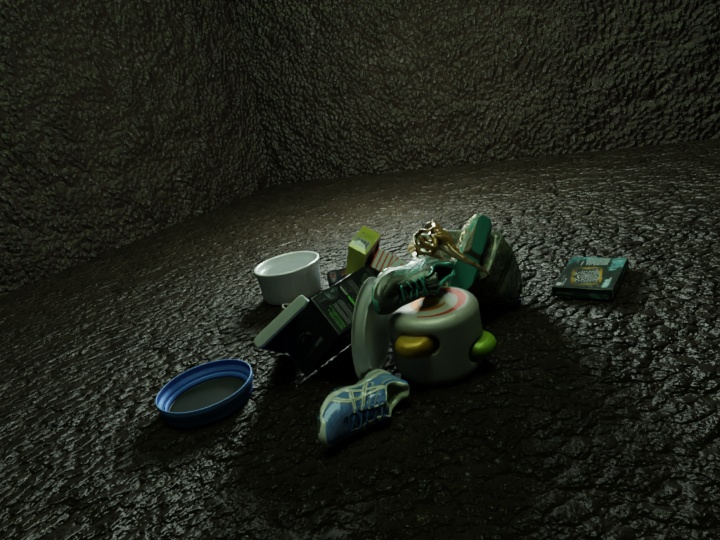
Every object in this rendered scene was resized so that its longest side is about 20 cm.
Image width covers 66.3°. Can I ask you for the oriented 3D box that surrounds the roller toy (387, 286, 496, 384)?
[{"bbox_3d":[0.142,0.115,1.058,0.194,0.144,0.182,-16,18,-12],"label":"roller toy"}]

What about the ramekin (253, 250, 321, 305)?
[{"bbox_3d":[-0.207,0.023,1.615,0.194,0.101,0.201,-11,18,3],"label":"ramekin"}]

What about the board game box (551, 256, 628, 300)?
[{"bbox_3d":[0.540,0.015,1.290,0.132,0.029,0.199,2,22,35],"label":"board game box"}]

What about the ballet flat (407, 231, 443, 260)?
[{"bbox_3d":[0.143,-0.044,1.208,0.067,0.065,0.200,14,13,-14],"label":"ballet flat"}]

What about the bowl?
[{"bbox_3d":[-0.311,0.247,1.114,0.194,0.041,0.201,-11,18,3],"label":"bowl"}]

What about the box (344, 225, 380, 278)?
[{"bbox_3d":[0.000,0.000,1.247,0.049,0.203,0.076,26,53,14],"label":"box"}]

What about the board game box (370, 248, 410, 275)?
[{"bbox_3d":[0.101,0.025,1.248,0.148,0.047,0.200,28,-7,9],"label":"board game box"}]

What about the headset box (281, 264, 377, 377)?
[{"bbox_3d":[-0.053,0.106,1.143,0.198,0.093,0.175,-32,-16,-44],"label":"headset box"}]

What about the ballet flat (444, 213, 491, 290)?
[{"bbox_3d":[0.226,-0.029,1.176,0.203,0.075,0.064,-61,12,-19],"label":"ballet flat"}]

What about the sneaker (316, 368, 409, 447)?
[{"bbox_3d":[0.005,0.225,0.921,0.076,0.078,0.198,0,23,44],"label":"sneaker"}]

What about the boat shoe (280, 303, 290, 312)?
[{"bbox_3d":[-0.113,0.111,1.337,0.194,0.075,0.072,-4,19,21],"label":"boat shoe"}]

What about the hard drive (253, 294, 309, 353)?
[{"bbox_3d":[-0.146,0.119,1.170,0.132,0.025,0.200,-44,-12,-4],"label":"hard drive"}]

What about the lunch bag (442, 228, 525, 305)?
[{"bbox_3d":[0.267,0.006,1.279,0.196,0.167,0.143,3,62,43],"label":"lunch bag"}]

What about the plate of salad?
[{"bbox_3d":[0.014,0.115,1.036,0.047,0.207,0.200,0,21,23],"label":"plate of salad"}]

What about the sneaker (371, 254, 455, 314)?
[{"bbox_3d":[0.102,0.021,1.023,0.198,0.080,0.090,-31,19,-37],"label":"sneaker"}]

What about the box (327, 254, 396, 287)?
[{"bbox_3d":[0.004,0.009,1.534,0.193,0.039,0.137,-13,-9,-5],"label":"box"}]

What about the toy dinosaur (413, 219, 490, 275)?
[{"bbox_3d":[0.168,-0.054,1.117,0.103,0.062,0.201,-18,42,-16],"label":"toy dinosaur"}]
